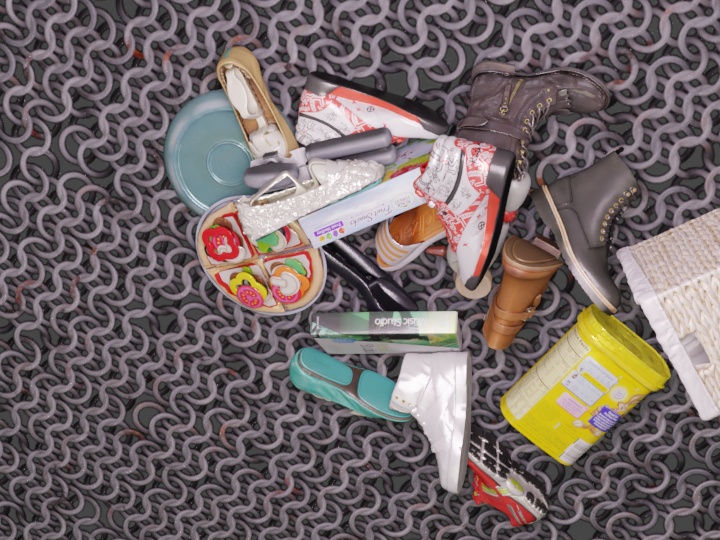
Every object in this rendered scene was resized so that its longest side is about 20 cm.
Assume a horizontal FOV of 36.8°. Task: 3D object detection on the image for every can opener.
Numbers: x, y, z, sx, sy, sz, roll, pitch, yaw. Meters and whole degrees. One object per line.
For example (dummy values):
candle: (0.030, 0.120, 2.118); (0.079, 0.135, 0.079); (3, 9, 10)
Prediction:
can opener: (-0.052, -0.136, 1.411); (0.200, 0.067, 0.053); (-14, 126, 7)
can opener: (0.000, 0.000, 1.529); (0.200, 0.063, 0.079); (41, 138, 1)

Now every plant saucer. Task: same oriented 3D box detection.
plant saucer: (-0.180, -0.151, 1.507); (0.200, 0.027, 0.200); (2, 111, 6)

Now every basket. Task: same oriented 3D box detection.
basket: (0.458, 0.050, 1.414); (0.161, 0.200, 0.198); (-28, 106, 14)

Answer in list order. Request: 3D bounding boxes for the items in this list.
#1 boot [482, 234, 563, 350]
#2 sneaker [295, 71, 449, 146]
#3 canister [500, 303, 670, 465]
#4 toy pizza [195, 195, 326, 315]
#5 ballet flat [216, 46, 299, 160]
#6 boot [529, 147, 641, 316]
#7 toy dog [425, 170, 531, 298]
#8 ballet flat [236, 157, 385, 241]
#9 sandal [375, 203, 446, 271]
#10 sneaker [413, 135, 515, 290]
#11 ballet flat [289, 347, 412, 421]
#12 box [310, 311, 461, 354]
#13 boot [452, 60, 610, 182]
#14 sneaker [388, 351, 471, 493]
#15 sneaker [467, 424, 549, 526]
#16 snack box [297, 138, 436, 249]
boot: (0.201, 0.033, 1.441); (0.077, 0.200, 0.155); (30, 105, 9)
sneaker: (0.011, -0.185, 1.449); (0.201, 0.067, 0.108); (19, 113, 3)
canister: (0.314, 0.166, 1.538); (0.148, 0.087, 0.200); (38, 112, -8)
toy pizza: (-0.144, -0.014, 1.524); (0.200, 0.032, 0.200); (11, 126, 15)
ballet flat: (-0.139, -0.197, 1.435); (0.069, 0.063, 0.200); (-20, 108, 22)
boot: (0.324, -0.056, 1.413); (0.138, 0.077, 0.200); (-31, 69, 13)
toy dog: (0.150, -0.062, 1.439); (0.096, 0.132, 0.200); (14, 113, -6)
ballet flat: (-0.068, -0.102, 1.362); (0.200, 0.072, 0.072); (-25, 106, 8)
sandal: (0.066, -0.066, 1.442); (0.059, 0.079, 0.207); (14, 152, -29)
sneaker: (0.118, -0.074, 1.323); (0.108, 0.067, 0.202); (19, 132, 13)
ballet flat: (-0.017, 0.175, 1.598); (0.200, 0.067, 0.070); (26, 141, -11)
box: (0.040, 0.088, 1.515); (0.200, 0.144, 0.036); (-3, 75, 8)
boot: (0.208, -0.179, 1.365); (0.200, 0.174, 0.069); (8, 144, 10)
sneaker: (0.098, 0.215, 1.551); (0.115, 0.074, 0.200); (1, 81, 13)
sneaker: (0.191, 0.313, 1.620); (0.200, 0.077, 0.085); (45, 120, -8)
snack box: (0.024, -0.109, 1.435); (0.200, 0.142, 0.053); (-22, 108, 14)
